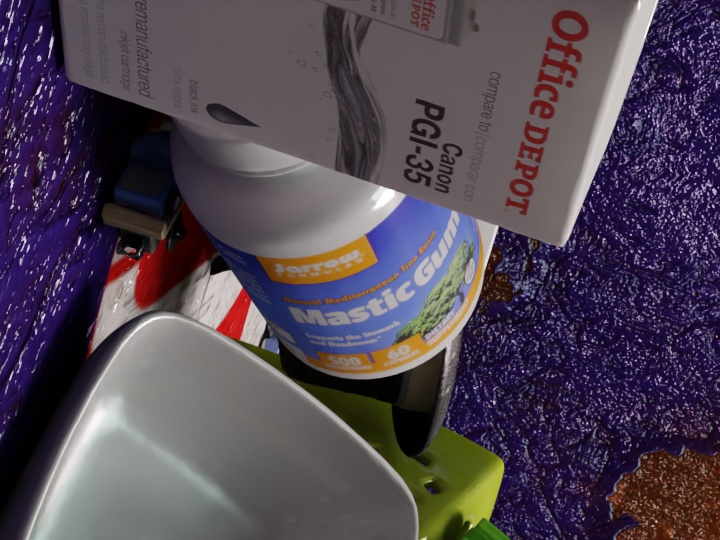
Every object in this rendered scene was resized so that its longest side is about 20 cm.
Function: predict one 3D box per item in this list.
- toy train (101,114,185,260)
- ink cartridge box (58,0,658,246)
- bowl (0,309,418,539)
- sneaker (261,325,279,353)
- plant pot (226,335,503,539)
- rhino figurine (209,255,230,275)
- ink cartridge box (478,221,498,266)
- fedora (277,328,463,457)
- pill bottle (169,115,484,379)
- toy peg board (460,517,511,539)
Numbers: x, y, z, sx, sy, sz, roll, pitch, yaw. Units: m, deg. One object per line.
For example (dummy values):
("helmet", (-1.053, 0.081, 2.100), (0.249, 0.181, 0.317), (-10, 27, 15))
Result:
("toy train", (-0.068, -0.084, 0.873), (0.046, 0.034, 0.201), (95, 14, -51))
("ink cartridge box", (0.001, -0.106, 0.649), (0.147, 0.199, 0.083), (98, 12, -58))
("bowl", (-0.081, 0.140, 0.860), (0.074, 0.199, 0.201), (-15, -137, 48))
("sneaker", (0.007, 0.012, 1.430), (0.081, 0.114, 0.200), (89, 20, -74))
("plant pot", (-0.057, 0.178, 1.047), (0.181, 0.198, 0.201), (-38, 148, -66))
("rhino figurine", (-0.046, -0.026, 1.121), (0.200, 0.059, 0.088), (-22, 128, -80))
("ink cartridge box", (0.030, -0.059, 1.260), (0.200, 0.084, 0.146), (-178, -74, -75))
("fedora", (0.000, 0.000, 1.002), (0.201, 0.091, 0.202), (-178, -90, -84))
("pill bottle", (-0.017, -0.040, 0.820), (0.200, 0.111, 0.113), (60, 47, -60))
("toy peg board", (0.045, 0.218, 0.946), (0.199, 0.098, 0.200), (-51, 171, 3))
